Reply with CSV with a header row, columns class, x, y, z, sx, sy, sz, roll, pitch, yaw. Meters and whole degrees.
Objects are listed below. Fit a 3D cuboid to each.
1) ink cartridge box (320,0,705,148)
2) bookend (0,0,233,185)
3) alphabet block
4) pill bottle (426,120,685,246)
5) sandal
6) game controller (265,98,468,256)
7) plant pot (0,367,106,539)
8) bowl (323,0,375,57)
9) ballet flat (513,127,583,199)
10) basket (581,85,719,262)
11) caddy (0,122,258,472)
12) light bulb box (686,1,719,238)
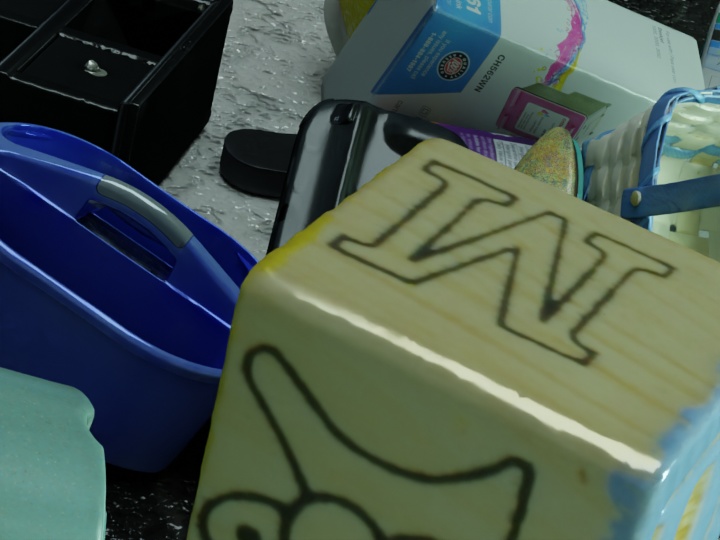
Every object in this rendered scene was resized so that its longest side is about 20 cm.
class,x,y,z,sx,sy,sz,roll,pitch,yaw
ink cartridge box,0.095,-0.104,1.389,0.199,0.145,0.085,19,42,-22
bookend,-0.205,-0.125,1.390,0.199,0.093,0.199,17,28,7
alphabet block,0.058,0.084,1.019,0.199,0.196,0.196,26,30,18
pill bottle,0.086,-0.024,1.329,0.199,0.112,0.112,9,28,-12
sandal,0.010,-0.070,1.449,0.199,0.043,0.076,3,29,-22
game controller,0.000,0.000,1.217,0.104,0.042,0.201,18,65,-10
plant pot,-0.214,0.103,0.873,0.195,0.201,0.201,12,26,-22
bowl,0.039,-0.183,1.580,0.107,0.201,0.200,-21,14,26
ballet flat,0.085,0.010,1.218,0.070,0.071,0.201,8,70,-14
basket,0.221,-0.027,1.212,0.175,0.140,0.200,8,-10,-26
caddy,-0.128,0.004,1.127,0.199,0.105,0.141,34,28,0
light bulb box,0.310,-0.071,1.516,0.197,0.125,0.200,18,28,5
